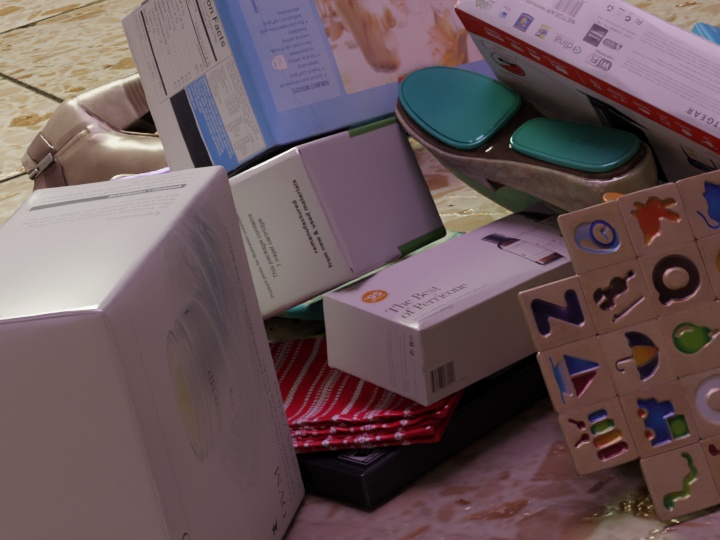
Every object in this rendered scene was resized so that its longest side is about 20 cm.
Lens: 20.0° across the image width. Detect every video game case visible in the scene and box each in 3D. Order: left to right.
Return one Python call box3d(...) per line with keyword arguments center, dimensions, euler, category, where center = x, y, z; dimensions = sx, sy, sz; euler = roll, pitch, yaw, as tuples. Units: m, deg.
box3d(center=(0.013, 0.072, 1.226), dimensions=(0.199, 0.026, 0.180), euler=(-29, 25, -36), category="video game case")

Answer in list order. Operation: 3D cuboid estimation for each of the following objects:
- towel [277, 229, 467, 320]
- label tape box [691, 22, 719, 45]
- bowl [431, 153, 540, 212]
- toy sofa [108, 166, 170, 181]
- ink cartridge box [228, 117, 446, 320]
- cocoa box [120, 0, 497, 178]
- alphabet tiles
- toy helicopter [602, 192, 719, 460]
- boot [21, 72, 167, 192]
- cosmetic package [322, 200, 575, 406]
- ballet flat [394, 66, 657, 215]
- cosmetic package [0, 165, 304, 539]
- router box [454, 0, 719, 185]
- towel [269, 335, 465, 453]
box3d(center=(0.000, 0.000, 1.383), dimensions=(0.146, 0.022, 0.200), euler=(-22, 11, -24), category="towel")
box3d(center=(0.329, -0.105, 1.421), dimensions=(0.199, 0.067, 0.143), euler=(16, 19, -6), category="label tape box")
box3d(center=(0.119, -0.107, 1.445), dimensions=(0.105, 0.201, 0.200), euler=(-57, 33, -8), category="bowl")
box3d(center=(-0.089, -0.041, 1.443), dimensions=(0.199, 0.098, 0.083), euler=(-17, 8, 4), category="toy sofa")
box3d(center=(-0.070, -0.011, 1.234), dimensions=(0.199, 0.084, 0.145), euler=(-23, 1, 27), category="ink cartridge box")
box3d(center=(-0.028, -0.143, 1.323), dimensions=(0.199, 0.134, 0.131), euler=(-18, -4, -35), category="cocoa box")
box3d(center=(0.189, 0.031, 1.052), dimensions=(0.199, 0.167, 0.006), euler=(-16, -14, -8), category="alphabet tiles")
box3d(center=(0.198, 0.013, 1.111), dimensions=(0.199, 0.133, 0.079), euler=(-13, 27, -14), category="toy helicopter")
box3d(center=(-0.191, -0.064, 1.636), dimensions=(0.146, 0.070, 0.201), euler=(-36, 57, 15), category="boot")
box3d(center=(0.079, 0.011, 1.175), dimensions=(0.199, 0.051, 0.082), euler=(-24, 27, -37), category="cosmetic package")
box3d(center=(0.094, -0.065, 1.207), dimensions=(0.067, 0.063, 0.200), euler=(-38, 40, -23), category="ballet flat")
box3d(center=(-0.125, 0.078, 1.034), dimensions=(0.122, 0.201, 0.200), euler=(-7, 21, 17), category="cosmetic package")
box3d(center=(0.170, -0.092, 1.195), dimensions=(0.199, 0.180, 0.049), euler=(30, 81, 31), category="router box")
box3d(center=(-0.027, 0.067, 1.196), dimensions=(0.199, 0.023, 0.145), euler=(-7, 20, 19), category="towel")
